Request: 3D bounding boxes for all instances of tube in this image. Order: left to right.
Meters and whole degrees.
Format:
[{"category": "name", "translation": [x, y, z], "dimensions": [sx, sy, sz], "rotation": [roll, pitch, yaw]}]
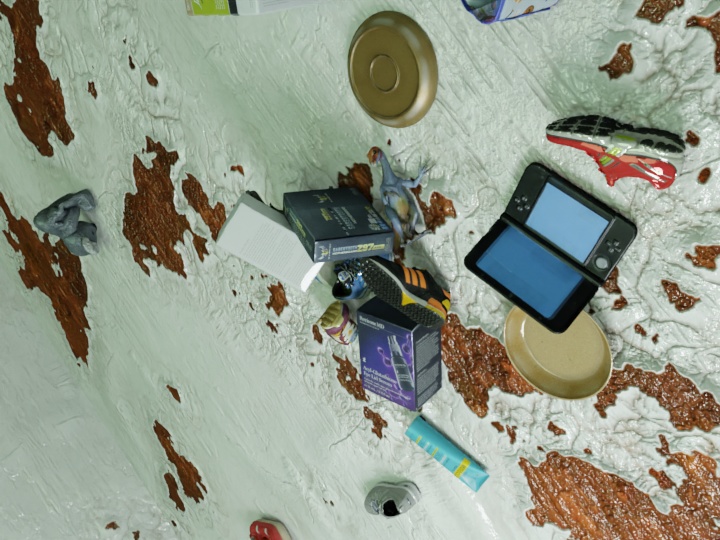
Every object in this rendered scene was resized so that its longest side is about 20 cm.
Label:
[{"category": "tube", "translation": [0.188, 0.402, 1.436], "dimensions": [0.199, 0.050, 0.078], "rotation": [37, 141, 16]}]

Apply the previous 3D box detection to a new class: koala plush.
[{"category": "koala plush", "translation": [-0.929, -0.130, 2.122], "dimensions": [0.176, 0.184, 0.201], "rotation": [-1, 124, 44]}]

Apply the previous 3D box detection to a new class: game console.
[{"category": "game console", "translation": [0.292, -0.038, 1.027], "dimensions": [0.200, 0.116, 0.177], "rotation": [38, 135, 21]}]

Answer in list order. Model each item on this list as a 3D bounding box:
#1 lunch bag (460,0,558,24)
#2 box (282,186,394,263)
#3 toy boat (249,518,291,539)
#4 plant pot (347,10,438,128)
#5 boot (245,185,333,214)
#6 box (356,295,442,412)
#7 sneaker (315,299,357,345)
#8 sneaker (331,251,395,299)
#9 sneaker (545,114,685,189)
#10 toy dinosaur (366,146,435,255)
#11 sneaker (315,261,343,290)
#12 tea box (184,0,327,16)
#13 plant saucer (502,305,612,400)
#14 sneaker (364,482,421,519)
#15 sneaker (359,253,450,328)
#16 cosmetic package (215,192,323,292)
[{"category": "lunch bag", "translation": [0.193, -0.435, 0.856], "dimensions": [0.123, 0.169, 0.202], "rotation": [0, 112, 48]}, {"category": "box", "translation": [-0.046, -0.091, 1.236], "dimensions": [0.200, 0.156, 0.051], "rotation": [-125, 34, -51]}, {"category": "toy boat", "translation": [-0.308, 0.895, 2.125], "dimensions": [0.199, 0.130, 0.132], "rotation": [-15, 103, 47]}, {"category": "plant pot", "translation": [0.047, -0.347, 1.151], "dimensions": [0.199, 0.027, 0.202], "rotation": [23, 128, 34]}, {"category": "boot", "translation": [-0.123, -0.119, 1.351], "dimensions": [0.201, 0.173, 0.069], "rotation": [56, 178, -16]}, {"category": "box", "translation": [0.082, 0.163, 1.353], "dimensions": [0.147, 0.104, 0.202], "rotation": [17, 124, 37]}, {"category": "sneaker", "translation": [-0.038, 0.119, 1.428], "dimensions": [0.090, 0.075, 0.200], "rotation": [39, 174, -6]}, {"category": "sneaker", "translation": [0.000, 0.000, 1.339], "dimensions": [0.079, 0.089, 0.201], "rotation": [53, 136, 23]}, {"category": "sneaker", "translation": [0.351, -0.163, 0.932], "dimensions": [0.199, 0.077, 0.086], "rotation": [25, 134, 32]}, {"category": "toy dinosaur", "translation": [0.052, -0.132, 1.214], "dimensions": [0.182, 0.105, 0.200], "rotation": [59, 140, 5]}, {"category": "sneaker", "translation": [-0.112, -0.032, 1.454], "dimensions": [0.200, 0.077, 0.111], "rotation": [46, 159, -11]}, {"category": "tea box", "translation": [-0.179, -0.525, 1.137], "dimensions": [0.196, 0.199, 0.135], "rotation": [18, 125, 37]}, {"category": "plant saucer", "translation": [0.343, 0.128, 1.133], "dimensions": [0.199, 0.035, 0.202], "rotation": [23, 126, 34]}, {"category": "sneaker", "translation": [0.061, 0.575, 1.624], "dimensions": [0.075, 0.082, 0.200], "rotation": [55, 138, 4]}, {"category": "sneaker", "translation": [0.088, 0.022, 1.240], "dimensions": [0.199, 0.090, 0.070], "rotation": [38, 142, -11]}, {"category": "cosmetic package", "translation": [-0.169, -0.054, 1.279], "dimensions": [0.199, 0.071, 0.102], "rotation": [30, 107, -18]}]
